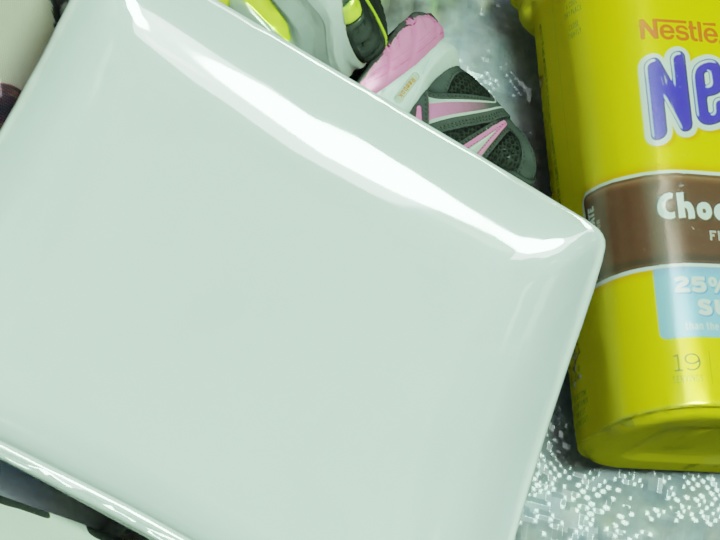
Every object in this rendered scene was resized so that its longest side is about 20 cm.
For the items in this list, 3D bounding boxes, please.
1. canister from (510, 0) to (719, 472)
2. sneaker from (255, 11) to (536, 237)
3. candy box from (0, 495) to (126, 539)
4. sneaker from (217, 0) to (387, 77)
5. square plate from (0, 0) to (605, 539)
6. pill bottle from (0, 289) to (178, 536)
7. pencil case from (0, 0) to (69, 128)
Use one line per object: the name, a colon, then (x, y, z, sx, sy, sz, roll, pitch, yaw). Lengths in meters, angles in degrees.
canister: (0.139, -0.031, 0.862, 0.147, 0.087, 0.202, 4, 69, -21)
sneaker: (0.000, 0.000, 0.811, 0.086, 0.080, 0.200, 39, 65, -5)
candy box: (-0.030, 0.145, 0.632, 0.199, 0.061, 0.137, 24, 19, -25)
sneaker: (-0.072, -0.143, 0.801, 0.076, 0.075, 0.201, -32, 87, 12)
square plate: (-0.031, 0.013, 0.716, 0.197, 0.028, 0.201, 30, 48, -8)
pill bottle: (-0.154, 0.076, 0.707, 0.199, 0.112, 0.113, -24, 77, -23)
pencil case: (-0.130, -0.083, 0.804, 0.077, 0.089, 0.201, -14, 70, 7)
